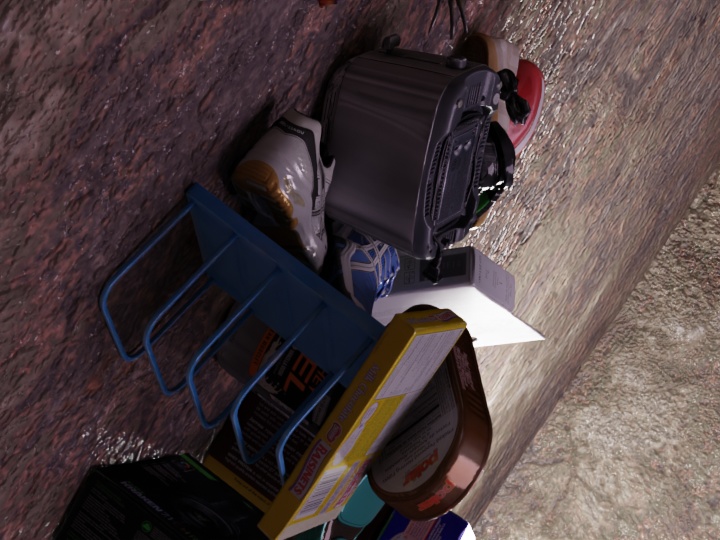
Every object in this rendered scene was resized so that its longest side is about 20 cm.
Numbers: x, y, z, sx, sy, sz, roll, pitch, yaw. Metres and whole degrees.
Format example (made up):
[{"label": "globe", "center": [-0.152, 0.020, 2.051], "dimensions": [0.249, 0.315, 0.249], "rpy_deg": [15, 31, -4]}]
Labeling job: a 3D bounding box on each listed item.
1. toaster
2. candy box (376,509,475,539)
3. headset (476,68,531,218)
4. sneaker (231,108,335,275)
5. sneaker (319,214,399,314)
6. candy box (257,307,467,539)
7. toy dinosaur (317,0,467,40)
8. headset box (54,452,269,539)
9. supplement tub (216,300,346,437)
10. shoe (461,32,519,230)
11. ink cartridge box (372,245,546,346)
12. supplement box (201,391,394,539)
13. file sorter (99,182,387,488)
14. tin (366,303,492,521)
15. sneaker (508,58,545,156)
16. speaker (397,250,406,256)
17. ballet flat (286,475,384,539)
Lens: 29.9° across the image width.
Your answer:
[{"label": "toaster", "center": [0.037, -0.102, 1.189], "dimensions": [0.113, 0.128, 0.203], "rpy_deg": [-30, 136, -52]}, {"label": "candy box", "center": [0.042, 0.317, 1.364], "dimensions": [0.170, 0.076, 0.200], "rpy_deg": [-58, 166, -10]}, {"label": "headset", "center": [0.099, -0.102, 1.275], "dimensions": [0.122, 0.095, 0.201], "rpy_deg": [4, 133, -28]}, {"label": "sneaker", "center": [-0.049, -0.063, 1.153], "dimensions": [0.088, 0.075, 0.200], "rpy_deg": [-58, 167, -17]}, {"label": "sneaker", "center": [0.000, 0.000, 1.228], "dimensions": [0.201, 0.076, 0.076], "rpy_deg": [-93, -159, -54]}, {"label": "candy box", "center": [0.002, 0.116, 1.026], "dimensions": [0.201, 0.026, 0.102], "rpy_deg": [-57, 161, 16]}, {"label": "toy dinosaur", "center": [0.030, -0.281, 1.060], "dimensions": [0.180, 0.104, 0.203], "rpy_deg": [-24, 108, -38]}, {"label": "headset box", "center": [-0.156, 0.260, 1.246], "dimensions": [0.093, 0.173, 0.200], "rpy_deg": [-58, 161, 7]}, {"label": "supplement tub", "center": [-0.027, 0.092, 1.263], "dimensions": [0.123, 0.199, 0.123], "rpy_deg": [-48, 160, -24]}, {"label": "shoe", "center": [0.131, -0.141, 1.396], "dimensions": [0.053, 0.070, 0.203], "rpy_deg": [0, 100, -38]}, {"label": "ink cartridge box", "center": [0.066, 0.035, 1.363], "dimensions": [0.173, 0.198, 0.044], "rpy_deg": [31, 57, -52]}, {"label": "supplement box", "center": [-0.022, 0.184, 1.428], "dimensions": [0.201, 0.196, 0.133], "rpy_deg": [-57, 162, 0]}, {"label": "file sorter", "center": [-0.089, 0.061, 1.058], "dimensions": [0.123, 0.199, 0.139], "rpy_deg": [-47, 159, -20]}, {"label": "tin", "center": [0.047, 0.112, 1.108], "dimensions": [0.112, 0.042, 0.201], "rpy_deg": [-43, -147, 25]}, {"label": "sneaker", "center": [0.129, -0.148, 1.470], "dimensions": [0.202, 0.078, 0.115], "rpy_deg": [-60, 163, 4]}, {"label": "speaker", "center": [0.055, -0.080, 1.386], "dimensions": [0.081, 0.081, 0.202], "rpy_deg": [-26, 144, -57]}, {"label": "ballet flat", "center": [-0.029, 0.214, 1.175], "dimensions": [0.067, 0.070, 0.202], "rpy_deg": [33, 83, -54]}]
